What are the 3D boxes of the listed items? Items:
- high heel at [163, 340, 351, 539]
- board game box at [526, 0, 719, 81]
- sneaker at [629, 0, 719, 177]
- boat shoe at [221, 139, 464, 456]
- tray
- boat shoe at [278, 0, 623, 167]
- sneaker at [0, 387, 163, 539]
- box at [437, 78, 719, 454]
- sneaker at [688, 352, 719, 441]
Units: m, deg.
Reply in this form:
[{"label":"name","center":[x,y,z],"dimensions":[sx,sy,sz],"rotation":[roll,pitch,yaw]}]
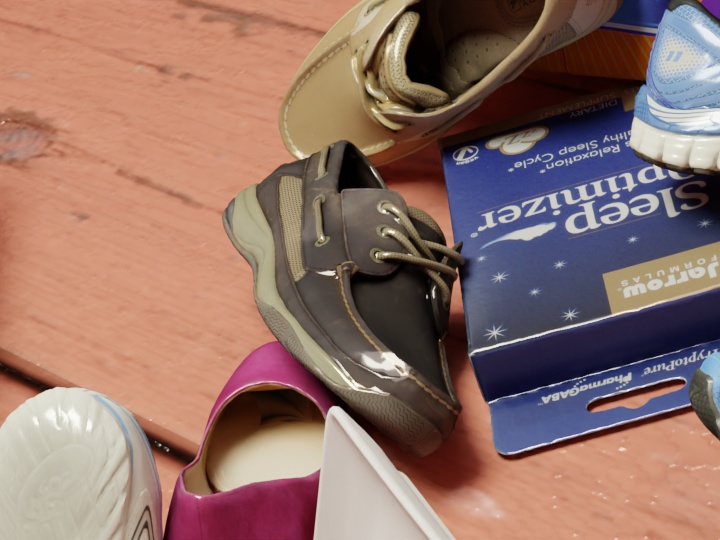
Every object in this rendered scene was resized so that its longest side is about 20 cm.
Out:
[{"label":"high heel","center":[-0.041,0.064,0.932],"dimensions":[0.067,0.096,0.200],"rotation":[-2,34,11]},{"label":"board game box","center":[0.128,-0.221,1.129],"dimensions":[0.199,0.201,0.200],"rotation":[9,34,36]},{"label":"sneaker","center":[0.208,-0.075,0.971],"dimensions":[0.199,0.090,0.079],"rotation":[5,4,7]},{"label":"boat shoe","center":[0.000,0.000,1.011],"dimensions":[0.073,0.074,0.200],"rotation":[-46,34,8]},{"label":"tray","center":[0.034,0.136,0.792],"dimensions":[0.022,0.108,0.200],"rotation":[-9,33,-23]},{"label":"boat shoe","center":[0.025,-0.096,1.092],"dimensions":[0.200,0.071,0.064],"rotation":[-32,-1,41]},{"label":"sneaker","center":[-0.102,0.141,0.846],"dimensions":[0.072,0.072,0.201],"rotation":[4,78,18]},{"label":"box","center":[0.100,-0.010,1.028],"dimensions":[0.121,0.032,0.200],"rotation":[-16,35,7]},{"label":"sneaker","center":[0.205,0.025,0.824],"dimensions":[0.199,0.090,0.078],"rotation":[-5,13,-10]}]
